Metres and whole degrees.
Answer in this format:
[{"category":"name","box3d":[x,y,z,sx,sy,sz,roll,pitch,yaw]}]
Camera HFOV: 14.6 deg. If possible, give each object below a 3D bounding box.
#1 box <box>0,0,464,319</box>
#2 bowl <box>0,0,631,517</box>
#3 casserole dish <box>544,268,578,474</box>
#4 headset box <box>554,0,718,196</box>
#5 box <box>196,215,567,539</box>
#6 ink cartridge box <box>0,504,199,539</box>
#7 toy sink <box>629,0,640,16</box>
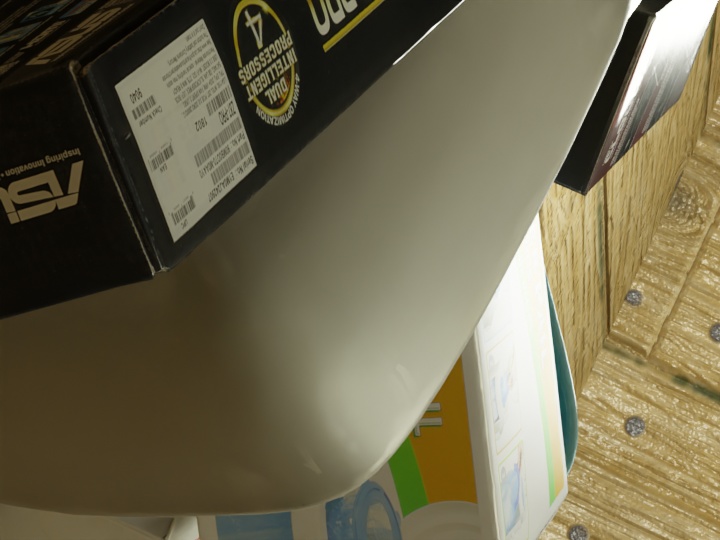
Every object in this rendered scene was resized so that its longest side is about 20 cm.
[{"category":"box","box3d":[-0.075,-0.038,0.611,0.049,0.160,0.200,70,27,-16]},{"category":"bowl","box3d":[-0.045,-0.036,0.757,0.075,0.199,0.200,50,56,-33]},{"category":"casserole dish","box3d":[0.019,0.020,1.184,0.039,0.120,0.202,164,-89,-77]},{"category":"headset box","box3d":[0.051,-0.107,1.088,0.078,0.148,0.200,-70,168,19]},{"category":"box","box3d":[0.000,0.000,0.967,0.101,0.112,0.202,-40,124,-68]},{"category":"ink cartridge box","box3d":[-0.102,0.126,1.059,0.201,0.067,0.115,-68,170,14]},{"category":"toy sink","box3d":[0.045,-0.186,0.912,0.130,0.111,0.201,-51,148,-55]}]
